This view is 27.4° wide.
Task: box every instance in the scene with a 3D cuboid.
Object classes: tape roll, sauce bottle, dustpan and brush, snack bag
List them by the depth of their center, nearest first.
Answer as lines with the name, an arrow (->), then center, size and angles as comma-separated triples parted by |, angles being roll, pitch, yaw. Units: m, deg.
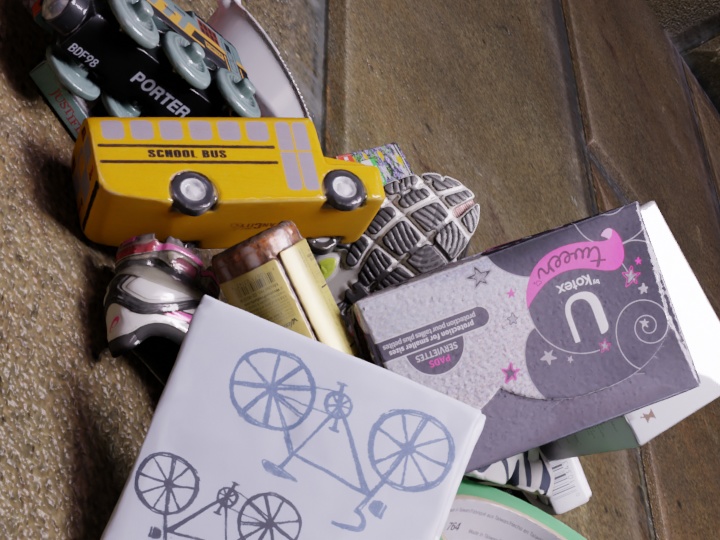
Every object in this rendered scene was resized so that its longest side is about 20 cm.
snack bag -> -0.041, 0.135, 0.847 | 0.187, 0.021, 0.201 | 22, 67, -2
sauce bottle -> -0.028, 0.069, 0.951 | 0.202, 0.066, 0.066 | 66, 23, -3
tape roll -> 0.104, 0.215, 0.998 | 0.199, 0.048, 0.201 | 26, 14, -7
dustpan and brush -> -0.095, -0.184, 1.148 | 0.200, 0.057, 0.139 | 52, -8, -35

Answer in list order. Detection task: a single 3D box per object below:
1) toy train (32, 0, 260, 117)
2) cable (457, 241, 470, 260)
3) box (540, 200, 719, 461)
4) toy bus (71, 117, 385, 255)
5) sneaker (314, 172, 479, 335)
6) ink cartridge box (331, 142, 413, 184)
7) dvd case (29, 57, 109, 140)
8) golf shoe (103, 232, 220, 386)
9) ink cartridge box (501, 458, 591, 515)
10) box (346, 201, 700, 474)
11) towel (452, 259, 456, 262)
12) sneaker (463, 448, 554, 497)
toy train -> -0.148, -0.150, 1.027 | 0.200, 0.085, 0.115 | 35, 25, -45
cable -> 0.077, 0.048, 1.262 | 0.202, 0.050, 0.097 | -70, 161, 1
box -> 0.184, 0.054, 1.154 | 0.153, 0.106, 0.200 | 62, -17, 2
toy bus -> -0.088, -0.057, 0.990 | 0.198, 0.065, 0.079 | -3, 60, -24
sneaker -> 0.000, 0.000, 1.097 | 0.077, 0.199, 0.085 | 52, -1, 2
ink cartridge box -> -0.037, -0.048, 1.156 | 0.051, 0.108, 0.200 | 62, 24, 2
dvd case -> -0.160, -0.127, 1.094 | 0.147, 0.022, 0.200 | 55, 24, -19
golf shoe -> -0.094, 0.063, 0.985 | 0.199, 0.072, 0.093 | 36, 47, -33
ink cartridge box -> 0.127, 0.122, 1.337 | 0.200, 0.043, 0.200 | 136, -67, -77
box -> 0.104, 0.049, 0.985 | 0.115, 0.198, 0.133 | 134, -63, -84
towel -> 0.039, 0.039, 1.196 | 0.030, 0.147, 0.201 | 16, 45, -8
sneaker -> 0.111, 0.104, 1.154 | 0.199, 0.079, 0.131 | 25, 74, -59
